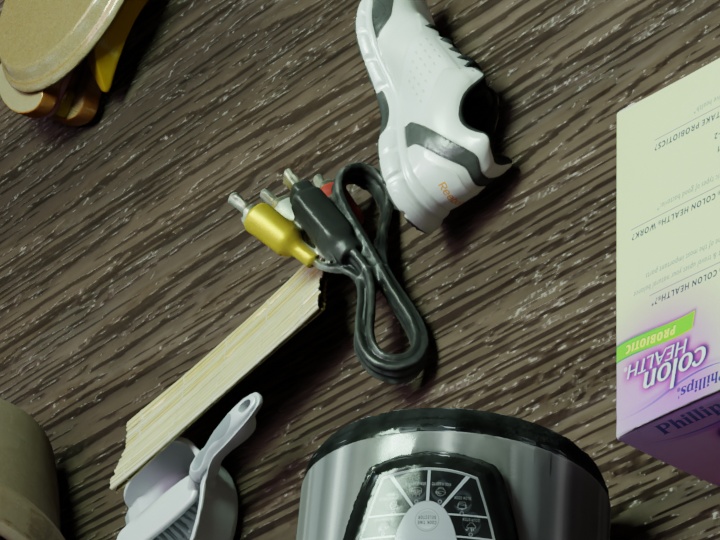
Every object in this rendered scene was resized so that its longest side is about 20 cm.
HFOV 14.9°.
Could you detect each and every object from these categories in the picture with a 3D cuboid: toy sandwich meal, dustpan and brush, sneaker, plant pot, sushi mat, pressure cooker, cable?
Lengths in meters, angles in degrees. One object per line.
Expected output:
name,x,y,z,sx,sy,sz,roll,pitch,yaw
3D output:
toy sandwich meal,-0.217,-0.209,2.194,0.205,0.070,0.206,-34,40,35
dustpan and brush,-0.111,0.148,1.814,0.200,0.057,0.140,-43,39,29
sneaker,0.051,-0.117,1.765,0.080,0.074,0.201,-29,50,22
plant pot,-0.286,0.180,1.951,0.200,0.200,0.175,-42,22,31
sushi mat,-0.092,0.065,1.831,0.200,0.012,0.096,-41,17,19
pressure cooker,0.048,0.194,1.460,0.176,0.178,0.201,-34,42,49
cable,0.000,0.000,1.771,0.200,0.097,0.050,55,148,33

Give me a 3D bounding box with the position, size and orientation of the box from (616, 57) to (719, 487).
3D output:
box,0.225,-0.014,1.415,0.176,0.096,0.201,-29,47,42
